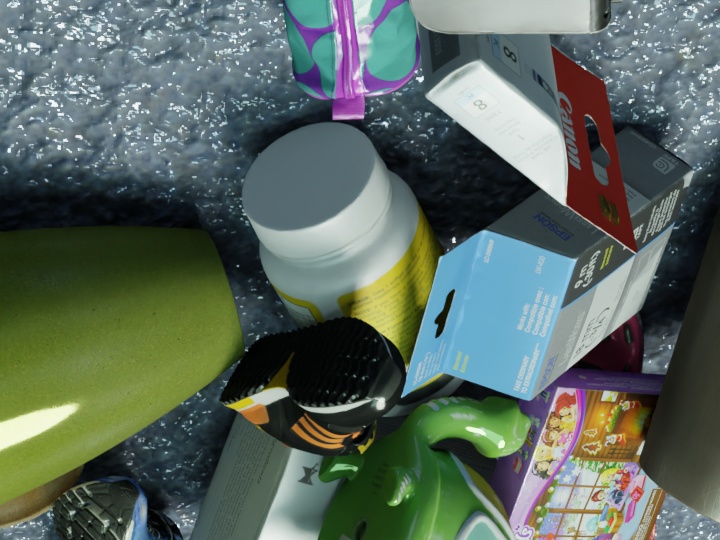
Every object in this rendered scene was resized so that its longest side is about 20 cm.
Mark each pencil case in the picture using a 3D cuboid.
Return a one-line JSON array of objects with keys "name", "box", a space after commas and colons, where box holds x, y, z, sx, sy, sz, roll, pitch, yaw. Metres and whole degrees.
[{"name": "pencil case", "box": [-0.014, -0.192, 1.286, 0.085, 0.093, 0.200, -5, 139, 5]}]

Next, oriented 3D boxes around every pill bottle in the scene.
[{"name": "pill bottle", "box": [0.000, 0.000, 1.479, 0.114, 0.114, 0.200, -17, 136, 12]}]

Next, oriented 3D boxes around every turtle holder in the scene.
[{"name": "turtle holder", "box": [0.042, 0.180, 1.507, 0.132, 0.186, 0.141, 26, 149, -23]}]

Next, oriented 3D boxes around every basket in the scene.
[{"name": "basket", "box": [0.286, 0.071, 1.505, 0.180, 0.136, 0.200, 27, 103, 5]}]

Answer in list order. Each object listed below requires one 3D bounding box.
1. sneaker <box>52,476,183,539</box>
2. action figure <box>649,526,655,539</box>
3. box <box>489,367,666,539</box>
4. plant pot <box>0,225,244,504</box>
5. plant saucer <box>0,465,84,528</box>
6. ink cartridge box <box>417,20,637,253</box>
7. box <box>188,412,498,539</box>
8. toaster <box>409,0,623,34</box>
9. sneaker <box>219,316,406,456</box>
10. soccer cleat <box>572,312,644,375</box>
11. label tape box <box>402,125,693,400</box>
[{"name": "sneaker", "box": [-0.188, 0.206, 1.709, 0.089, 0.079, 0.200, -33, 163, -25]}, {"name": "action figure", "box": [0.134, 0.222, 1.764, 0.200, 0.065, 0.099, -2, 125, -4]}, {"name": "box", "box": [0.156, 0.168, 1.581, 0.137, 0.039, 0.200, 6, 112, -32]}, {"name": "plant pot", "box": [-0.187, 0.045, 1.481, 0.200, 0.187, 0.187, -17, 138, -11]}, {"name": "plant saucer", "box": [-0.308, 0.126, 1.640, 0.200, 0.035, 0.200, -3, 137, -3]}, {"name": "ink cartridge box", "box": [0.113, -0.122, 1.325, 0.047, 0.160, 0.200, -34, 131, 29]}, {"name": "box", "box": [-0.011, 0.209, 1.635, 0.199, 0.131, 0.200, 17, 102, -22]}, {"name": "toaster", "box": [0.076, -0.248, 1.170, 0.118, 0.181, 0.200, -5, 138, 2]}, {"name": "sneaker", "box": [-0.011, 0.085, 1.440, 0.090, 0.070, 0.200, 39, 158, -23]}, {"name": "soccer cleat", "box": [0.178, 0.094, 1.643, 0.070, 0.086, 0.200, 13, 117, 16]}, {"name": "label tape box", "box": [0.126, 0.010, 1.455, 0.200, 0.063, 0.144, -35, 152, -36]}]
